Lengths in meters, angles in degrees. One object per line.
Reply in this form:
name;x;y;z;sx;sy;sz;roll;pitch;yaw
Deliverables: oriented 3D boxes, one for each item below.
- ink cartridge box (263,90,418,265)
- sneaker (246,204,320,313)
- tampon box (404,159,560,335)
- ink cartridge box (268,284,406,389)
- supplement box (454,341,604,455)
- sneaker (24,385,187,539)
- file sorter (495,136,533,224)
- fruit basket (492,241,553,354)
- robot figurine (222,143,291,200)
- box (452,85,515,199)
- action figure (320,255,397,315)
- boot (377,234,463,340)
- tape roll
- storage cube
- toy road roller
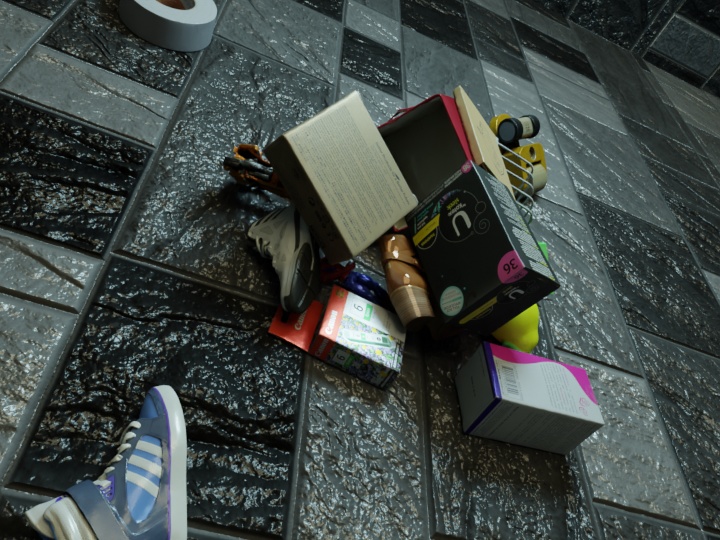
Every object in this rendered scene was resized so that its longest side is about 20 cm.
ink cartridge box;-0.026;-0.139;0.910;0.164;0.074;0.203;-38;102;-34
sneaker;-0.123;-0.016;0.927;0.112;0.076;0.205;-9;50;17
tampon box;0.183;-0.031;0.931;0.125;0.149;0.204;18;42;-45
ink cartridge box;-0.029;0.084;0.900;0.196;0.051;0.110;27;40;-8
supplement box;0.257;0.200;0.929;0.195;0.104;0.103;16;42;-16
sneaker;-0.256;0.211;0.610;0.143;0.081;0.204;8;51;-31
file sorter;0.286;-0.154;1.269;0.122;0.140;0.202;29;40;-7
fruit basket;0.252;0.046;1.072;0.212;0.222;0.153;-17;21;-42
robot figurine;-0.131;-0.156;1.000;0.195;0.145;0.060;18;85;2
box;0.234;-0.223;1.118;0.163;0.021;0.204;37;35;-45
action figure;0.000;0.000;0.972;0.196;0.100;0.066;26;39;-3
boot;0.109;0.024;0.983;0.198;0.073;0.158;22;42;-51
tape roll;-0.408;-0.554;1.280;0.195;0.067;0.204;18;43;-17
storage cube;0.119;-0.195;1.090;0.204;0.168;0.180;65;21;-6
toy road roller;0.365;-0.280;1.479;0.121;0.144;0.206;-20;99;-43
